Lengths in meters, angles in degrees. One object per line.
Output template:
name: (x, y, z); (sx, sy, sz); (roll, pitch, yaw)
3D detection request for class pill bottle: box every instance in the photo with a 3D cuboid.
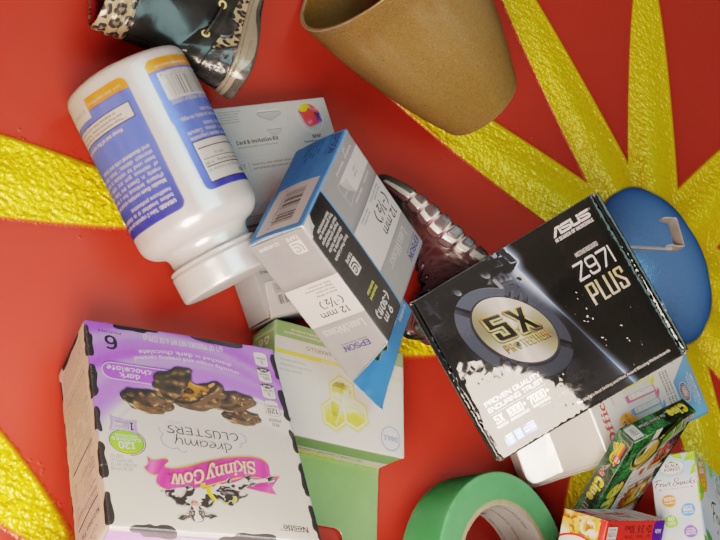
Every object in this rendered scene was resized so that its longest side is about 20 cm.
pill bottle: (-0.158, -0.078, 1.119); (0.112, 0.112, 0.202); (-25, 88, -42)

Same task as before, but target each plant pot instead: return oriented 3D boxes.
plant pot: (0.071, -0.240, 1.347); (0.200, 0.185, 0.188); (47, 48, -28)

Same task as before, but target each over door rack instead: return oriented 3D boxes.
over door rack: (0.233, 0.013, 1.368); (0.199, 0.147, 0.067); (-13, 77, -41)

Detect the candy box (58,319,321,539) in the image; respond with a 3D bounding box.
candy box: (-0.134, 0.143, 1.005); (0.166, 0.072, 0.201); (11, 38, -28)

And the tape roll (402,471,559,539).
tape roll: (0.116, 0.286, 1.196); (0.199, 0.048, 0.203); (20, 63, -44)

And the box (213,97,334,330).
box: (-0.068, -0.057, 1.230); (0.155, 0.041, 0.202); (-13, 81, -43)

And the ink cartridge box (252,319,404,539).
ink cartridge box: (-0.029, 0.158, 1.162); (0.144, 0.048, 0.202); (17, 59, -32)

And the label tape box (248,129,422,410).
label tape box: (0.000, 0.000, 1.156); (0.201, 0.066, 0.144); (52, 35, -24)

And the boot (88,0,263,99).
boot: (-0.168, -0.260, 1.213); (0.149, 0.073, 0.202); (20, 50, -25)

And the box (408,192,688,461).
box: (0.170, 0.052, 1.202); (0.165, 0.199, 0.086); (61, 5, 6)

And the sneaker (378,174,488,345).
sneaker: (0.060, 0.003, 1.290); (0.200, 0.076, 0.116); (41, 89, 16)

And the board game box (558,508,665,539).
board game box: (0.214, 0.321, 1.202); (0.151, 0.046, 0.202); (14, 87, -56)

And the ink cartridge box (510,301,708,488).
ink cartridge box: (0.229, 0.128, 1.329); (0.199, 0.125, 0.130); (-16, 81, -42)

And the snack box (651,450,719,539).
snack box: (0.351, 0.279, 1.355); (0.200, 0.052, 0.144); (38, 44, -57)

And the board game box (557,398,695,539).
board game box: (0.245, 0.214, 1.267); (0.104, 0.201, 0.023); (-15, 48, -39)
